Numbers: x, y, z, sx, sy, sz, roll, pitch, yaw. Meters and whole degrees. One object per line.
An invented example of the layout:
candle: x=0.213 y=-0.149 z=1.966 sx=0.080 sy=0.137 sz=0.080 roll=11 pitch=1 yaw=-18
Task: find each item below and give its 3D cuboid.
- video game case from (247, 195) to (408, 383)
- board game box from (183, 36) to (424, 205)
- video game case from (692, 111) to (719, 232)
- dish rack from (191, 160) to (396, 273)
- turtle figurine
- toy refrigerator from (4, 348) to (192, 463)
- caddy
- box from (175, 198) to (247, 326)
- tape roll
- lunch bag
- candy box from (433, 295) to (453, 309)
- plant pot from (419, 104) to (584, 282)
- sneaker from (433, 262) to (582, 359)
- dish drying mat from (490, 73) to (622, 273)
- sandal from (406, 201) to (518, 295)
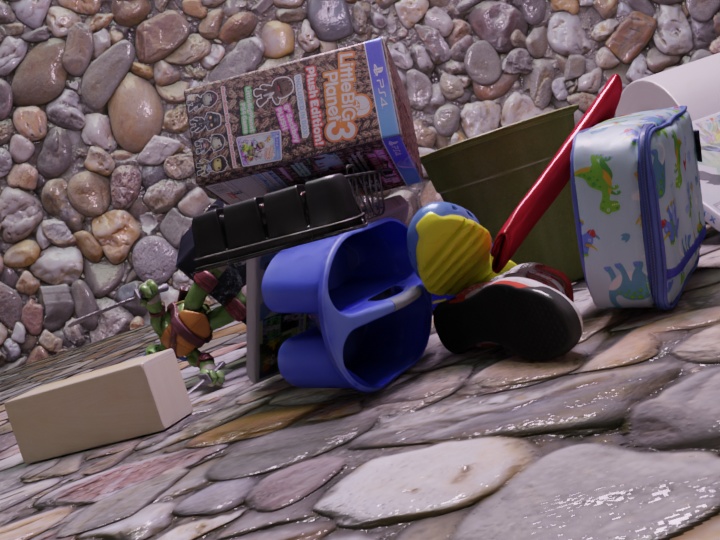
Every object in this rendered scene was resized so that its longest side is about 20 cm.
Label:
video game case: x=-0.039 y=0.023 z=0.961 sx=0.181 sy=0.022 sz=0.201 roll=-20 pitch=-38 yaw=-25
board game box: x=-0.050 y=-0.132 z=0.880 sx=0.198 sy=0.098 sz=0.159 roll=-12 pitch=-12 yaw=9
video game case: x=0.433 y=-0.119 z=1.005 sx=0.198 sy=0.022 sz=0.183 roll=-20 pitch=44 yaw=-19
dish rack: x=-0.049 y=-0.053 z=0.788 sx=0.152 sy=0.055 sz=0.200 roll=-13 pitch=5 yaw=19
turtle figurine: x=-0.205 y=0.067 z=1.090 sx=0.194 sy=0.144 sz=0.200 roll=-45 pitch=-21 yaw=5
toy refrigerator: x=-0.293 y=0.152 z=0.994 sx=0.198 sy=0.077 sz=0.070 roll=-17 pitch=4 yaw=23
caddy: x=0.002 y=0.031 z=0.809 sx=0.104 sy=0.143 sz=0.200 roll=-8 pitch=9 yaw=31
box: x=-0.114 y=-0.032 z=1.216 sx=0.200 sy=0.196 sz=0.118 roll=-45 pitch=19 yaw=10
tape roll: x=0.457 y=-0.179 z=1.200 sx=0.138 sy=0.205 sz=0.203 roll=-19 pitch=4 yaw=-11
lunch bag: x=0.249 y=-0.055 z=0.779 sx=0.082 sy=0.163 sz=0.200 roll=-3 pitch=12 yaw=30
candy box: x=0.126 y=-0.003 z=1.202 sx=0.168 sy=0.078 sz=0.199 roll=-16 pitch=4 yaw=42
plant pot: x=0.184 y=-0.070 z=1.037 sx=0.198 sy=0.192 sz=0.200 roll=-18 pitch=5 yaw=2
sneaker: x=0.151 y=0.027 z=0.759 sx=0.107 sy=0.068 sz=0.201 roll=-23 pitch=3 yaw=-23
dish drying mat: x=0.178 y=-0.088 z=0.804 sx=0.200 sy=0.018 sz=0.077 roll=-51 pitch=-16 yaw=-20
sandal: x=0.087 y=-0.023 z=0.844 sx=0.079 sy=0.087 sz=0.200 roll=-38 pitch=-26 yaw=8
